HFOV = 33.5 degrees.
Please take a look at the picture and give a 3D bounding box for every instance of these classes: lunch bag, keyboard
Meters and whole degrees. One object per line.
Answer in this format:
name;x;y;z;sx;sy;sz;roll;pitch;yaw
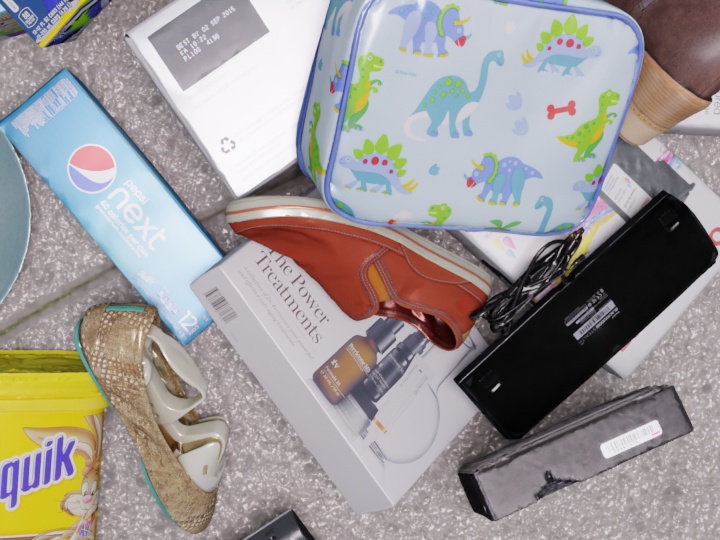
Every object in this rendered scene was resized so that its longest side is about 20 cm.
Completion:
lunch bag;0.068;-0.109;0.740;0.198;0.083;0.162;2;116;-22
keyboard;0.146;0.018;0.824;0.200;0.040;0.104;-42;120;0

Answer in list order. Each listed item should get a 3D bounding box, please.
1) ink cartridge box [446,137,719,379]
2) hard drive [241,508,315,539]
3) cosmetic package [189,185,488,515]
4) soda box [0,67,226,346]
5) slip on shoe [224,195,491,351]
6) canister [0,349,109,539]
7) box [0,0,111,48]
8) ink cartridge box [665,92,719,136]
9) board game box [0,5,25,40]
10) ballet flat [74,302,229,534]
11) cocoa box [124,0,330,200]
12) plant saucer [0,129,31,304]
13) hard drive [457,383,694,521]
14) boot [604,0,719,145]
ink cartridge box;0.159;-0.043;0.871;0.200;0.083;0.146;41;90;-6
hard drive;-0.098;0.280;0.876;0.199;0.033;0.140;-33;120;-2
cosmetic package;-0.002;0.044;0.844;0.201;0.052;0.151;54;51;-7
soda box;-0.165;-0.045;0.855;0.064;0.068;0.200;-39;96;-2
slip on shoe;0.000;0.000;0.788;0.199;0.074;0.062;24;74;-27
canister;-0.254;0.162;0.842;0.147;0.086;0.202;2;96;-27
box;-0.140;-0.228;0.720;0.200;0.064;0.070;-42;97;14
ink cartridge box;0.314;-0.169;0.873;0.198;0.084;0.148;2;94;-4
board game box;-0.284;-0.260;0.814;0.104;0.103;0.202;-17;95;-4
ballet flat;-0.130;0.106;0.840;0.065;0.071;0.201;-14;123;17
cocoa box;-0.040;-0.157;0.824;0.199;0.131;0.134;-34;97;-1
plant saucer;-0.333;-0.041;0.859;0.199;0.039;0.203;0;95;-4
hard drive;0.138;0.125;0.824;0.139;0.200;0.038;-24;80;-1
boot;0.211;-0.198;0.796;0.072;0.201;0.166;16;134;-32
